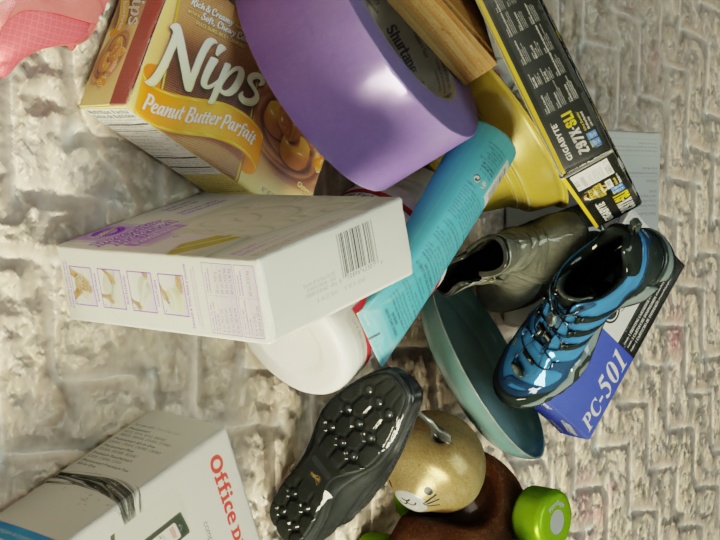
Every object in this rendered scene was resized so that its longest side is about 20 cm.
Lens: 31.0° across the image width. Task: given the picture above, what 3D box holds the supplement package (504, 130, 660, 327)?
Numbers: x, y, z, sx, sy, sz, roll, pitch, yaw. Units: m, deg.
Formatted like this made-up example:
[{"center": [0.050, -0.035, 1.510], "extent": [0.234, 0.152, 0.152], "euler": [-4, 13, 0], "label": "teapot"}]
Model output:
[{"center": [0.225, -0.041, 1.316], "extent": [0.117, 0.117, 0.200], "euler": [-4, 96, -49], "label": "supplement package"}]

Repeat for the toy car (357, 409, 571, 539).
[{"center": [0.056, 0.184, 1.103], "extent": [0.158, 0.164, 0.200], "euler": [-53, 129, -32], "label": "toy car"}]

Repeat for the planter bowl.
[{"center": [0.088, -0.112, 1.134], "extent": [0.083, 0.200, 0.200], "euler": [-37, 127, -4], "label": "planter bowl"}]

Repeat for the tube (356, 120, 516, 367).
[{"center": [0.056, -0.025, 0.998], "extent": [0.200, 0.050, 0.077], "euler": [-59, 145, -23], "label": "tube"}]

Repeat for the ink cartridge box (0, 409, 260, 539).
[{"center": [-0.167, 0.209, 0.899], "extent": [0.200, 0.084, 0.146], "euler": [-34, 119, -42], "label": "ink cartridge box"}]

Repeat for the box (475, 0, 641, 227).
[{"center": [0.155, -0.147, 1.042], "extent": [0.200, 0.049, 0.160], "euler": [68, 15, 18], "label": "box"}]

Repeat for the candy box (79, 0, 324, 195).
[{"center": [-0.104, -0.125, 0.964], "extent": [0.200, 0.055, 0.116], "euler": [34, 66, -46], "label": "candy box"}]

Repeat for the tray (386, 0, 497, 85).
[{"center": [0.031, -0.239, 0.986], "extent": [0.200, 0.037, 0.099], "euler": [39, 29, -39], "label": "tray"}]

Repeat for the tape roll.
[{"center": [0.000, -0.166, 0.987], "extent": [0.200, 0.085, 0.200], "euler": [45, 26, -29], "label": "tape roll"}]

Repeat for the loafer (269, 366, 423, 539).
[{"center": [-0.005, 0.146, 1.036], "extent": [0.070, 0.068, 0.201], "euler": [-13, 145, -47], "label": "loafer"}]

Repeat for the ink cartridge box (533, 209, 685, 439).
[{"center": [0.220, 0.047, 1.210], "extent": [0.094, 0.044, 0.200], "euler": [41, 72, -28], "label": "ink cartridge box"}]

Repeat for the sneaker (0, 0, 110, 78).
[{"center": [-0.193, -0.194, 0.857], "extent": [0.200, 0.074, 0.087], "euler": [-39, 136, -36], "label": "sneaker"}]

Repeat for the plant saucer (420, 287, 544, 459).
[{"center": [0.107, 0.087, 1.186], "extent": [0.200, 0.027, 0.200], "euler": [52, 17, -24], "label": "plant saucer"}]

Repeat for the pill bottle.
[{"center": [0.000, 0.000, 1.057], "extent": [0.200, 0.112, 0.112], "euler": [-44, 125, -38], "label": "pill bottle"}]

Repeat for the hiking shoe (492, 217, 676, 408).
[{"center": [0.174, 0.033, 1.101], "extent": [0.200, 0.074, 0.087], "euler": [-50, 144, 13], "label": "hiking shoe"}]

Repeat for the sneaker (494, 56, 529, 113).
[{"center": [0.152, -0.147, 1.196], "extent": [0.078, 0.200, 0.099], "euler": [-44, 114, 2], "label": "sneaker"}]

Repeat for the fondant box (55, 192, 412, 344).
[{"center": [-0.087, -0.007, 0.883], "extent": [0.144, 0.200, 0.058], "euler": [-25, 111, -46], "label": "fondant box"}]

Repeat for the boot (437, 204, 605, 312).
[{"center": [0.118, -0.004, 1.165], "extent": [0.131, 0.200, 0.068], "euler": [-14, 76, -27], "label": "boot"}]
